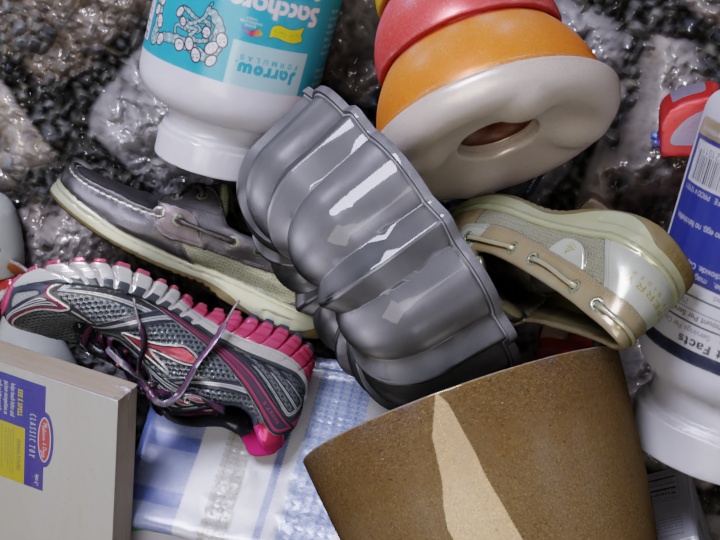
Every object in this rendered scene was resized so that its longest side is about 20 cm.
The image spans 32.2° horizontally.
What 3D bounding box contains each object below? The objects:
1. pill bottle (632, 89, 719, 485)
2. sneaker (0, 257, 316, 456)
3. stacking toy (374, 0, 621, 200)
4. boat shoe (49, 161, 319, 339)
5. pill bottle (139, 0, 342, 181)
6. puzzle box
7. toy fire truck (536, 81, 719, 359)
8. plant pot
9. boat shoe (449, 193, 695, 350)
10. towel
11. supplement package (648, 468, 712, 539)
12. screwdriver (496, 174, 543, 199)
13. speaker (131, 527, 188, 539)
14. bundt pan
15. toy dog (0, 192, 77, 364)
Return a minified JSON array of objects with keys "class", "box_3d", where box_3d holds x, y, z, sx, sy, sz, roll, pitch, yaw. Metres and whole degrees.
[{"class":"pill bottle","box_3d":[0.218,0.011,0.681,0.115,0.116,0.201,15,108,7]},{"class":"sneaker","box_3d":[-0.126,0.051,0.776,0.199,0.081,0.075,20,63,-10]},{"class":"stacking toy","box_3d":[0.055,-0.153,0.726,0.146,0.146,0.201,-21,71,16]},{"class":"boat shoe","box_3d":[-0.100,-0.026,0.813,0.200,0.072,0.066,28,99,-4]},{"class":"pill bottle","box_3d":[-0.068,-0.158,0.748,0.110,0.111,0.201,18,107,6]},{"class":"puzzle box","box_3d":[-0.206,0.145,0.791,0.133,0.025,0.201,16,115,18]},{"class":"toy fire truck","box_3d":[0.177,-0.014,0.769,0.140,0.049,0.201,-1,105,11]},{"class":"plant pot","box_3d":[0.088,0.167,0.675,0.186,0.186,0.201,-24,76,16]},{"class":"boat shoe","box_3d":[0.094,0.005,0.699,0.063,0.200,0.073,-48,119,-20]},{"class":"towel","box_3d":[-0.045,0.120,0.815,0.199,0.147,0.024,10,149,8]},{"class":"supplement package","box_3d":[0.141,0.241,0.810,0.199,0.111,0.156,-18,100,16]},{"class":"screwdriver","box_3d":[0.074,-0.013,0.796,0.028,0.029,0.200,29,102,3]},{"class":"speaker","box_3d":[-0.170,0.173,0.865,0.199,0.088,0.089,-7,103,13]},{"class":"bundt pan","box_3d":[0.000,0.000,0.705,0.076,0.202,0.202,-36,96,-9]},{"class":"toy dog","box_3d":[-0.240,0.056,0.845,0.132,0.096,0.200,-37,95,17]}]
